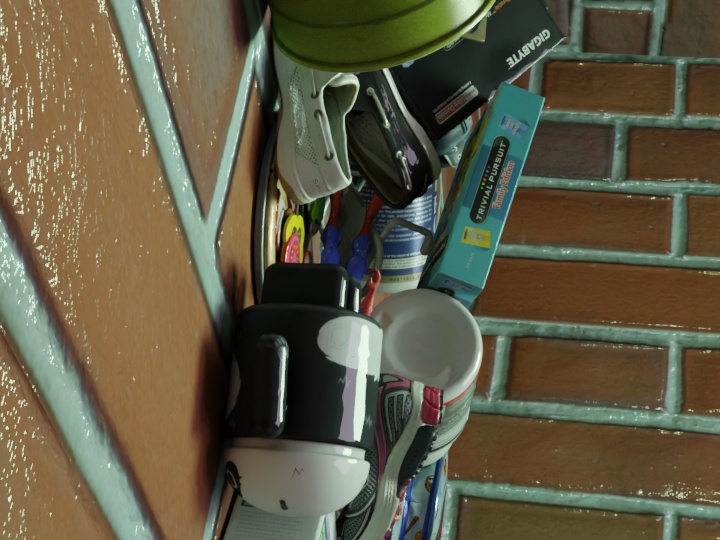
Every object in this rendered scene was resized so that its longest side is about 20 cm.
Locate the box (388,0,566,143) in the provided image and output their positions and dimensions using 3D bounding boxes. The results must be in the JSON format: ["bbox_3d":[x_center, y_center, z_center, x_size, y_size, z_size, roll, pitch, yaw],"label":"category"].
[{"bbox_3d":[0.075,-0.253,1.427,0.199,0.200,0.050,56,-26,-9],"label":"box"}]

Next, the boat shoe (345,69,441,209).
[{"bbox_3d":[-0.003,-0.147,1.366,0.060,0.074,0.201,-46,109,-40],"label":"boat shoe"}]

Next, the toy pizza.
[{"bbox_3d":[-0.060,-0.044,1.344,0.200,0.031,0.202,4,90,-82],"label":"toy pizza"}]

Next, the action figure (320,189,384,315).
[{"bbox_3d":[-0.014,-0.005,1.329,0.099,0.065,0.201,113,-10,-57],"label":"action figure"}]

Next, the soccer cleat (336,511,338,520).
[{"bbox_3d":[-0.061,0.315,1.428,0.073,0.068,0.202,132,-36,-76],"label":"soccer cleat"}]

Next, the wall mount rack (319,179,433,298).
[{"bbox_3d":[0.000,0.000,1.488,0.174,0.074,0.200,-59,-155,20],"label":"wall mount rack"}]

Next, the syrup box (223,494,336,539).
[{"bbox_3d":[-0.074,0.256,1.217,0.201,0.081,0.079,-73,166,-52],"label":"syrup box"}]

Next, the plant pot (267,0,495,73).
[{"bbox_3d":[-0.003,-0.294,1.161,0.201,0.199,0.194,-78,157,-44],"label":"plant pot"}]

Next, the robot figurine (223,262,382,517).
[{"bbox_3d":[-0.048,0.097,1.196,0.124,0.149,0.202,-10,-108,53],"label":"robot figurine"}]

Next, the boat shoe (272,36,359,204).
[{"bbox_3d":[-0.032,-0.157,1.279,0.071,0.069,0.202,31,52,-62],"label":"boat shoe"}]

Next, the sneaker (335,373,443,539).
[{"bbox_3d":[0.008,0.172,1.306,0.081,0.074,0.201,-80,-169,-63],"label":"sneaker"}]

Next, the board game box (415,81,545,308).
[{"bbox_3d":[0.108,-0.058,1.415,0.151,0.047,0.201,117,-7,-70],"label":"board game box"}]

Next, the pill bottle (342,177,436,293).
[{"bbox_3d":[0.031,-0.085,1.663,0.111,0.110,0.202,-62,155,-70],"label":"pill bottle"}]

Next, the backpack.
[{"bbox_3d":[0.016,0.262,1.633,0.201,0.153,0.191,89,20,-47],"label":"backpack"}]

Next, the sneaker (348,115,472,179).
[{"bbox_3d":[0.051,-0.134,1.513,0.203,0.076,0.147,-56,151,-30],"label":"sneaker"}]

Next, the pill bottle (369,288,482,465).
[{"bbox_3d":[0.053,0.109,1.412,0.200,0.113,0.115,93,5,-64],"label":"pill bottle"}]

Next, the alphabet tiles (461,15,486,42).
[{"bbox_3d":[0.035,-0.314,1.384,0.008,0.198,0.169,160,-63,-65],"label":"alphabet tiles"}]
